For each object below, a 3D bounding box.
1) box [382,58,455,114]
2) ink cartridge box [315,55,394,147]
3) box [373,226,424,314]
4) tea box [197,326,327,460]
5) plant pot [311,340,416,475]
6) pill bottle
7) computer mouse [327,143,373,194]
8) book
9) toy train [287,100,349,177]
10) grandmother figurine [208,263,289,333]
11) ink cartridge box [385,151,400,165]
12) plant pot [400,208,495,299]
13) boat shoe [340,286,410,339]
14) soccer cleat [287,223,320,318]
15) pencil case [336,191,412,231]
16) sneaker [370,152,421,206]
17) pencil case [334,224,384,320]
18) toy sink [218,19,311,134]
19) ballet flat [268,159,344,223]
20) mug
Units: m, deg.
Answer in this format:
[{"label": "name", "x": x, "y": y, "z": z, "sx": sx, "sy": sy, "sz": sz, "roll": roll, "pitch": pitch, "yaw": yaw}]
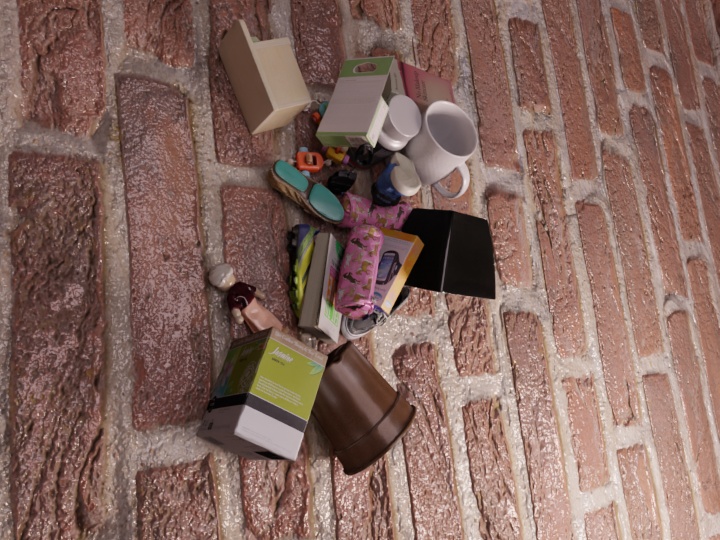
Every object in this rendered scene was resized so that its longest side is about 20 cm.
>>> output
[{"label": "box", "x": 0.129, "y": -0.420, "z": 1.614, "sx": 0.194, "sy": 0.109, "sz": 0.131, "roll": 13, "pitch": 53, "yaw": -25}, {"label": "ink cartridge box", "x": -0.003, "y": -0.369, "z": 1.422, "sx": 0.048, "sy": 0.142, "sz": 0.205, "roll": 43, "pitch": 62, "yaw": -50}, {"label": "box", "x": 0.048, "y": 0.008, "z": 1.438, "sx": 0.041, "sy": 0.117, "sz": 0.204, "roll": 39, "pitch": 74, "yaw": -44}, {"label": "tea box", "x": -0.184, "y": 0.234, "z": 1.209, "sx": 0.132, "sy": 0.198, "sz": 0.202, "roll": 31, "pitch": 62, "yaw": -23}, {"label": "plant pot", "x": -0.018, "y": 0.271, "z": 1.331, "sx": 0.200, "sy": 0.199, "sz": 0.200, "roll": 51, "pitch": 56, "yaw": -4}, {"label": "pill bottle", "x": 0.046, "y": -0.320, "z": 1.504, "sx": 0.111, "sy": 0.198, "sz": 0.118, "roll": 9, "pitch": 72, "yaw": -31}, {"label": "computer mouse", "x": -0.023, "y": -0.229, "z": 1.437, "sx": 0.057, "sy": 0.200, "sz": 0.035, "roll": 10, "pitch": 63, "yaw": -24}, {"label": "book", "x": -0.071, "y": 0.041, "z": 1.400, "sx": 0.134, "sy": 0.047, "sz": 0.207, "roll": 45, "pitch": 49, "yaw": -61}, {"label": "toy train", "x": -0.091, "y": -0.310, "z": 1.479, "sx": 0.145, "sy": 0.056, "sz": 0.207, "roll": 4, "pitch": 74, "yaw": -19}, {"label": "grandmother figurine", "x": -0.230, "y": 0.070, "z": 1.304, "sx": 0.201, "sy": 0.060, "sz": 0.122, "roll": 50, "pitch": 16, "yaw": -8}, {"label": "ink cartridge box", "x": 0.115, "y": -0.313, "z": 1.658, "sx": 0.158, "sy": 0.047, "sz": 0.202, "roll": -30, "pitch": 82, "yaw": -35}, {"label": "plant pot", "x": 0.195, "y": -0.043, "z": 1.500, "sx": 0.195, "sy": 0.197, "sz": 0.184, "roll": 7, "pitch": 93, "yaw": -38}, {"label": "boat shoe", "x": 0.039, "y": 0.091, "z": 1.479, "sx": 0.196, "sy": 0.067, "sz": 0.076, "roll": -25, "pitch": 92, "yaw": -36}, {"label": "soccer cleat", "x": -0.114, "y": -0.001, "z": 1.396, "sx": 0.081, "sy": 0.064, "sz": 0.207, "roll": 5, "pitch": 74, "yaw": -24}, {"label": "pencil case", "x": 0.033, "y": -0.131, "z": 1.520, "sx": 0.195, "sy": 0.083, "sz": 0.089, "roll": 5, "pitch": 56, "yaw": -33}, {"label": "sneaker", "x": 0.073, "y": -0.178, "z": 1.435, "sx": 0.075, "sy": 0.113, "sz": 0.202, "roll": 27, "pitch": 24, "yaw": -15}, {"label": "pencil case", "x": 0.000, "y": 0.000, "z": 1.384, "sx": 0.084, "sy": 0.083, "sz": 0.205, "roll": 15, "pitch": 59, "yaw": -10}, {"label": "toy sink", "x": -0.205, "y": -0.423, "z": 1.401, "sx": 0.110, "sy": 0.129, "sz": 0.205, "roll": -23, "pitch": 91, "yaw": -35}, {"label": "ballet flat", "x": -0.122, "y": -0.169, "z": 1.432, "sx": 0.198, "sy": 0.065, "sz": 0.072, "roll": 39, "pitch": 60, "yaw": -17}, {"label": "mug", "x": 0.185, "y": -0.264, "z": 1.535, "sx": 0.146, "sy": 0.175, "sz": 0.203, "roll": -31, "pitch": 84, "yaw": -35}]
